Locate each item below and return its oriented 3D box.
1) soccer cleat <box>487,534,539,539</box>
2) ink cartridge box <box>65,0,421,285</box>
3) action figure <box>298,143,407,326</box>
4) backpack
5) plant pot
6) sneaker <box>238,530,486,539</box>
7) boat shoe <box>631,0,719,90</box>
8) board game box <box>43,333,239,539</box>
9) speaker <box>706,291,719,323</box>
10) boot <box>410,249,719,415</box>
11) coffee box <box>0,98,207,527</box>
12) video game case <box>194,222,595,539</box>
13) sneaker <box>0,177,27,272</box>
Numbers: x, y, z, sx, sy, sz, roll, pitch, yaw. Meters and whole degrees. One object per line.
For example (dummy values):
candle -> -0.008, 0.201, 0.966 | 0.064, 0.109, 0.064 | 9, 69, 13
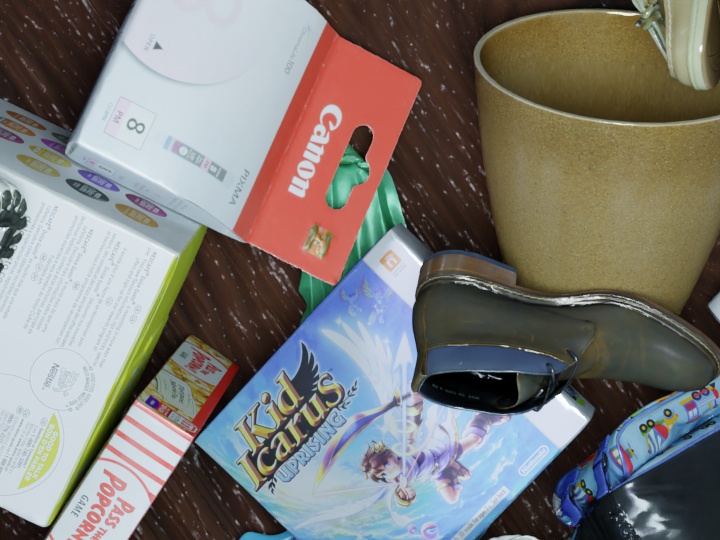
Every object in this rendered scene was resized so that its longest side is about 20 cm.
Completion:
soccer cleat -> 0.102, 0.214, 1.420 | 0.085, 0.200, 0.069 | -43, 65, 13
ink cartridge box -> -0.068, -0.106, 1.381 | 0.200, 0.057, 0.163 | 25, 76, -9
action figure -> 0.000, 0.000, 1.450 | 0.118, 0.055, 0.201 | -10, 96, 7
backpack -> 0.211, 0.169, 1.414 | 0.182, 0.200, 0.135 | -26, 74, -25
plant pot -> 0.158, -0.043, 1.382 | 0.186, 0.187, 0.201 | 5, 118, 2
sneaker -> 0.004, 0.184, 1.476 | 0.200, 0.073, 0.082 | -29, 100, 8
boat shoe -> 0.196, -0.187, 1.346 | 0.062, 0.200, 0.073 | -5, 135, 11
board game box -> -0.152, 0.134, 1.410 | 0.046, 0.200, 0.152 | 33, 102, -1
speaker -> 0.327, -0.021, 1.414 | 0.081, 0.081, 0.200 | 41, 101, -5
boot -> 0.123, 0.061, 1.319 | 0.199, 0.097, 0.075 | 15, 138, 1
coffee box -> -0.230, 0.016, 1.391 | 0.197, 0.200, 0.200 | 26, 101, -2
video game case -> 0.022, 0.102, 1.409 | 0.181, 0.045, 0.200 | 43, 102, 4
sneaker -> -0.281, 0.013, 1.266 | 0.090, 0.078, 0.200 | 37, 99, 15
